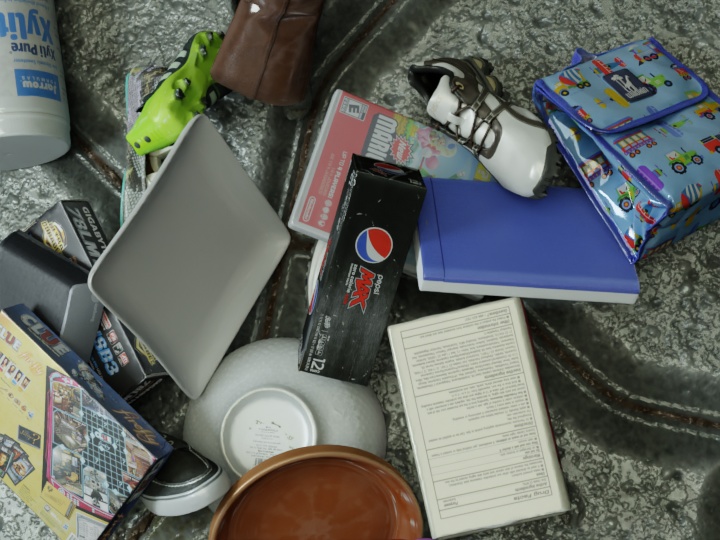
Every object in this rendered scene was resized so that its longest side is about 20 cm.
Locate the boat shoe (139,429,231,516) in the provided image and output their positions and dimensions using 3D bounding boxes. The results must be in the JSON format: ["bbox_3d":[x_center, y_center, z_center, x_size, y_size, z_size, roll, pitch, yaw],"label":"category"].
[{"bbox_3d":[-0.191,0.181,1.346,0.069,0.200,0.057,-34,110,-29],"label":"boat shoe"}]

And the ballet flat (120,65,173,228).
[{"bbox_3d":[-0.202,-0.111,1.441,0.072,0.072,0.201,-2,81,9],"label":"ballet flat"}]

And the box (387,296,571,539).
[{"bbox_3d":[0.112,0.138,1.336,0.128,0.109,0.201,-13,80,7],"label":"box"}]

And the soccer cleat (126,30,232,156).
[{"bbox_3d":[-0.172,-0.176,1.402,0.081,0.200,0.068,-28,109,27],"label":"soccer cleat"}]

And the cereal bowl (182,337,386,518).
[{"bbox_3d":[-0.078,0.160,1.378,0.199,0.083,0.201,-1,81,9],"label":"cereal bowl"}]

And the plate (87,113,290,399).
[{"bbox_3d":[-0.161,-0.013,1.344,0.032,0.200,0.200,13,62,35],"label":"plate"}]

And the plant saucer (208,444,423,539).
[{"bbox_3d":[-0.042,0.246,1.335,0.200,0.032,0.201,-5,117,-11],"label":"plant saucer"}]

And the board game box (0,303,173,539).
[{"bbox_3d":[-0.281,0.146,1.315,0.200,0.035,0.136,42,112,11],"label":"board game box"}]

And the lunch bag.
[{"bbox_3d":[0.262,-0.130,1.343,0.150,0.094,0.200,-25,66,-26],"label":"lunch bag"}]

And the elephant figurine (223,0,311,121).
[{"bbox_3d":[-0.088,-0.281,1.431,0.141,0.200,0.155,24,60,27],"label":"elephant figurine"}]

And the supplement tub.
[{"bbox_3d":[-0.368,-0.213,1.455,0.132,0.132,0.201,-12,80,8],"label":"supplement tub"}]

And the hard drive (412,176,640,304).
[{"bbox_3d":[0.148,-0.029,1.331,0.199,0.025,0.132,4,46,-9],"label":"hard drive"}]

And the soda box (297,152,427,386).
[{"bbox_3d":[0.000,0.000,1.319,0.071,0.063,0.200,14,109,-9],"label":"soda box"}]

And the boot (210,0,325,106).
[{"bbox_3d":[-0.117,-0.244,1.324,0.186,0.200,0.064,14,42,-11],"label":"boot"}]

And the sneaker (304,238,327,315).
[{"bbox_3d":[-0.003,-0.023,1.398,0.079,0.074,0.201,18,85,6],"label":"sneaker"}]

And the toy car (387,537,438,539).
[{"bbox_3d":[0.060,0.310,1.287,0.175,0.200,0.150,-40,60,22],"label":"toy car"}]

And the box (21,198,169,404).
[{"bbox_3d":[-0.303,0.065,1.412,0.198,0.050,0.200,-35,76,25],"label":"box"}]

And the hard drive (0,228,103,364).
[{"bbox_3d":[-0.323,0.076,1.372,0.135,0.042,0.200,28,107,25],"label":"hard drive"}]

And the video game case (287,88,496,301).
[{"bbox_3d":[0.046,-0.072,1.376,0.200,0.017,0.143,21,76,-11],"label":"video game case"}]

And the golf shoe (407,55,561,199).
[{"bbox_3d":[0.109,-0.133,1.345,0.200,0.094,0.078,53,128,45],"label":"golf shoe"}]
